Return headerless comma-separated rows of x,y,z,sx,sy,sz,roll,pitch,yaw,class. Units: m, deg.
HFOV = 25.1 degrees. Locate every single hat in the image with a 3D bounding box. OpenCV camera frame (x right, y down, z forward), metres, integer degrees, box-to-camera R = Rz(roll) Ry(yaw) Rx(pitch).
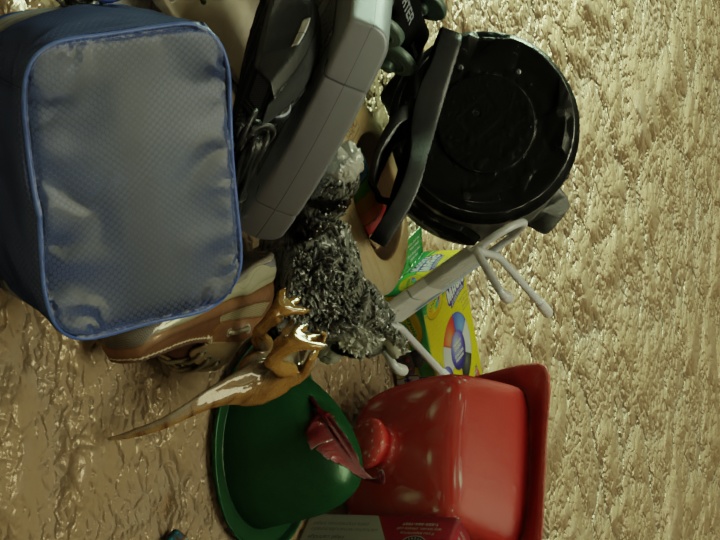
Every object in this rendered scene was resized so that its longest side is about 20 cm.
-0.005,0.142,1.250,0.201,0.174,0.167,-63,140,-45,hat

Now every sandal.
0.036,-0.110,1.335,0.076,0.042,0.202,119,-11,-67,sandal

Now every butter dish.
0.052,0.169,1.399,0.147,0.199,0.202,28,57,-35,butter dish

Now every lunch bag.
-0.160,-0.072,0.964,0.135,0.132,0.203,-10,107,-31,lunch bag

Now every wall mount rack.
0.088,0.040,1.438,0.075,0.199,0.174,58,13,13,wall mount rack

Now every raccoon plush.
0.000,0.000,1.253,0.133,0.200,0.098,10,51,-26,raccoon plush

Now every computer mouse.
-0.064,-0.098,1.058,0.201,0.046,0.141,-84,-165,-45,computer mouse

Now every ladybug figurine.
-0.019,-0.064,1.357,0.136,0.071,0.201,-66,145,-44,ladybug figurine

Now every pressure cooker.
0.110,-0.115,1.485,0.200,0.176,0.178,96,-14,-85,pressure cooker

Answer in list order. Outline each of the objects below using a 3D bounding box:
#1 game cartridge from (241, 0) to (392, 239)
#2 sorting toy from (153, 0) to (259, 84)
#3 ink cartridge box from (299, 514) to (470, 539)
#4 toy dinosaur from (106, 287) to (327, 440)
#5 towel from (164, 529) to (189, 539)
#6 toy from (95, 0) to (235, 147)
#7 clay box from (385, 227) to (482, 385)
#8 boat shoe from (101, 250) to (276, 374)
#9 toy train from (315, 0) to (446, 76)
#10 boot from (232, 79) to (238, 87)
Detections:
-0.030,-0.120,1.120,0.134,0.041,0.201,-90,-155,-46,game cartridge
-0.057,-0.218,1.149,0.199,0.107,0.181,-34,134,-8,sorting toy
0.000,0.297,1.290,0.201,0.144,0.083,-63,141,-46,ink cartridge box
-0.073,0.076,1.134,0.199,0.060,0.107,-14,140,-54,toy dinosaur
-0.151,0.297,1.116,0.200,0.021,0.148,-52,135,-53,towel
-0.148,-0.115,1.115,0.201,0.047,0.116,56,38,-39,toy
0.072,0.069,1.569,0.115,0.047,0.202,-45,129,-57,clay box
-0.114,0.039,1.151,0.200,0.075,0.073,-26,116,-60,boat shoe
0.000,-0.233,1.323,0.086,0.113,0.200,-62,159,-15,toy train
-0.070,-0.215,1.255,0.097,0.074,0.201,-59,137,-44,boot
